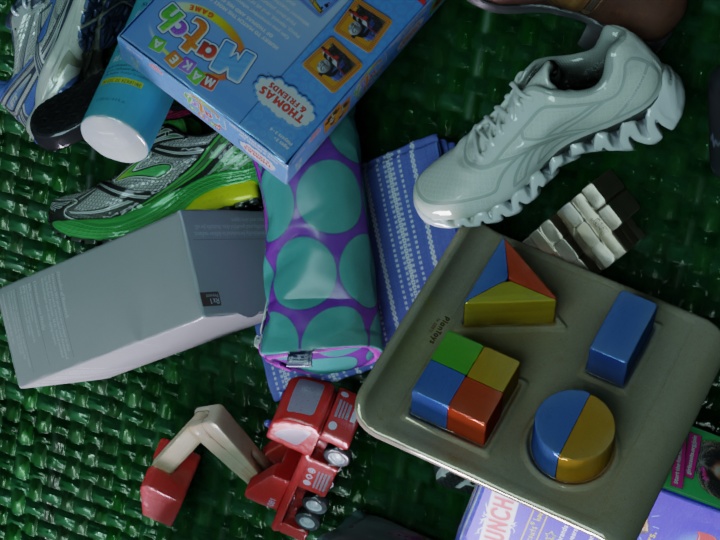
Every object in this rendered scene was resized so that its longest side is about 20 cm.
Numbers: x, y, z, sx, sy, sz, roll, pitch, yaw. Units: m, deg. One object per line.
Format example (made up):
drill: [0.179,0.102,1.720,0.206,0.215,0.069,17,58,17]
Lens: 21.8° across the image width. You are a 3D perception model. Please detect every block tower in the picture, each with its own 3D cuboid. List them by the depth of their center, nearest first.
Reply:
block tower: [0.113,0.014,1.328,0.200,0.058,0.054,-41,85,26]

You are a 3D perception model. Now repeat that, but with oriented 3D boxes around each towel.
towel: [0.000,0.000,1.358,0.199,0.024,0.146,-21,75,33]

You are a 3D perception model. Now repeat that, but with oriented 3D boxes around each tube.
tube: [-0.140,-0.170,1.337,0.077,0.202,0.051,9,147,16]

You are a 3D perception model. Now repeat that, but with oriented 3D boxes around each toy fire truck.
toy fire truck: [-0.084,0.139,1.410,0.140,0.049,0.201,22,139,0]

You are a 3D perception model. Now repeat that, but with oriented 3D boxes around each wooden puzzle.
wooden puzzle: [0.121,0.063,1.213,0.198,0.186,0.047,26,146,13]

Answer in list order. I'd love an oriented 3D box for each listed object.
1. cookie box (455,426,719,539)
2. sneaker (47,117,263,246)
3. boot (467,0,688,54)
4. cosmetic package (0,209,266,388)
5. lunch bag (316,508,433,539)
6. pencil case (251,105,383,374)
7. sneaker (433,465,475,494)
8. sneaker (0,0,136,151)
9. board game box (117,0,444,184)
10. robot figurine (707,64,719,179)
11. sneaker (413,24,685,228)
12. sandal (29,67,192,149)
cookie box: [0.174,0.178,1.282,0.198,0.076,0.172,20,129,2]
sneaker: [-0.148,-0.071,1.414,0.198,0.078,0.086,-17,89,16]
boot: [0.144,-0.237,1.195,0.187,0.069,0.201,33,142,7]
cosmetic package: [-0.163,0.022,1.396,0.199,0.106,0.091,-23,78,32]
lunch bag: [0.028,0.307,1.400,0.169,0.122,0.202,20,104,16]
pencil case: [-0.038,-0.030,1.320,0.091,0.085,0.203,-6,83,5]
sneaker: [0.125,0.095,1.345,0.200,0.073,0.081,-40,47,34]
sneaker: [-0.226,-0.193,1.411,0.085,0.077,0.201,33,112,16]
board game box: [-0.047,-0.180,1.291,0.151,0.037,0.200,37,70,10]
robot figurine: [0.292,-0.118,1.167,0.123,0.151,0.202,7,132,21]
sneaker: [0.114,-0.098,1.247,0.199,0.076,0.081,-29,135,19]
sandal: [-0.148,-0.136,1.379,0.198,0.075,0.045,-26,126,3]
